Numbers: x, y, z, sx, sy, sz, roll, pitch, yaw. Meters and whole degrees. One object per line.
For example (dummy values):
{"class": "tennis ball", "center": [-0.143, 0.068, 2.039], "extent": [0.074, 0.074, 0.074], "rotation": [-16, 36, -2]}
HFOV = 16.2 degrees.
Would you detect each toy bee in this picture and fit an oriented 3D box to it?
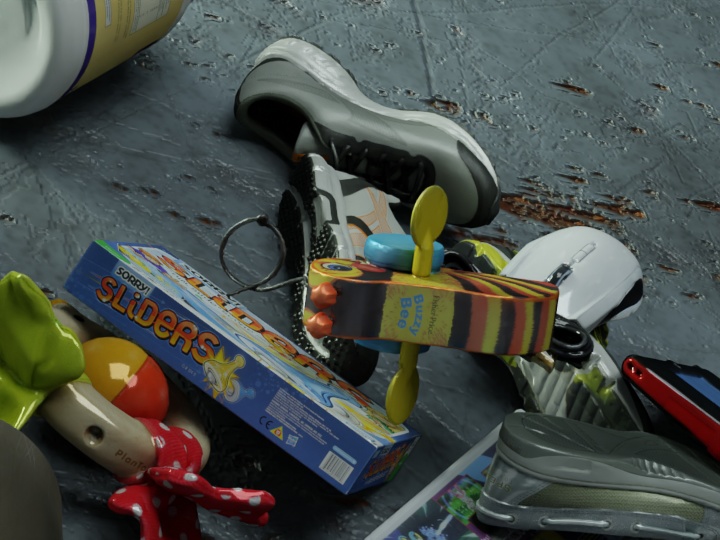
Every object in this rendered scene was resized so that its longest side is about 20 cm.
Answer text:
{"class": "toy bee", "center": [0.010, 0.025, 1.449], "extent": [0.199, 0.132, 0.109], "rotation": [-11, 9, 13]}

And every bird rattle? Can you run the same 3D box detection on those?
{"class": "bird rattle", "center": [-0.131, 0.074, 1.382], "extent": [0.199, 0.113, 0.163], "rotation": [29, 17, -5]}

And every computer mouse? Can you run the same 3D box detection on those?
{"class": "computer mouse", "center": [0.125, 0.005, 1.576], "extent": [0.109, 0.044, 0.200], "rotation": [31, 24, 17]}

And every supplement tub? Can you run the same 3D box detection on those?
{"class": "supplement tub", "center": [-0.195, -0.195, 1.644], "extent": [0.145, 0.146, 0.200], "rotation": [36, 34, 11]}

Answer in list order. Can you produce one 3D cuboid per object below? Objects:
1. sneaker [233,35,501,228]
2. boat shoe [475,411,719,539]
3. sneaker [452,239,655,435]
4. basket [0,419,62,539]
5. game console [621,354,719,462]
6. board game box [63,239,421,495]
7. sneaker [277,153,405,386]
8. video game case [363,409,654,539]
{"class": "sneaker", "center": [0.002, -0.079, 1.712], "extent": [0.199, 0.074, 0.079], "rotation": [28, 42, 11]}
{"class": "boat shoe", "center": [0.161, 0.137, 1.508], "extent": [0.201, 0.065, 0.074], "rotation": [14, 17, -30]}
{"class": "sneaker", "center": [0.135, 0.048, 1.626], "extent": [0.084, 0.075, 0.200], "rotation": [-6, 46, -41]}
{"class": "basket", "center": [-0.206, 0.164, 1.174], "extent": [0.179, 0.137, 0.200], "rotation": [7, 31, 0]}
{"class": "game console", "center": [0.257, 0.113, 1.600], "extent": [0.177, 0.031, 0.200], "rotation": [43, 10, 19]}
{"class": "board game box", "center": [-0.065, 0.054, 1.458], "extent": [0.199, 0.035, 0.135], "rotation": [35, 6, 10]}
{"class": "sneaker", "center": [0.000, 0.000, 1.594], "extent": [0.080, 0.074, 0.201], "rotation": [18, 35, -19]}
{"class": "video game case", "center": [0.115, 0.179, 1.486], "extent": [0.182, 0.023, 0.200], "rotation": [38, 35, 14]}
